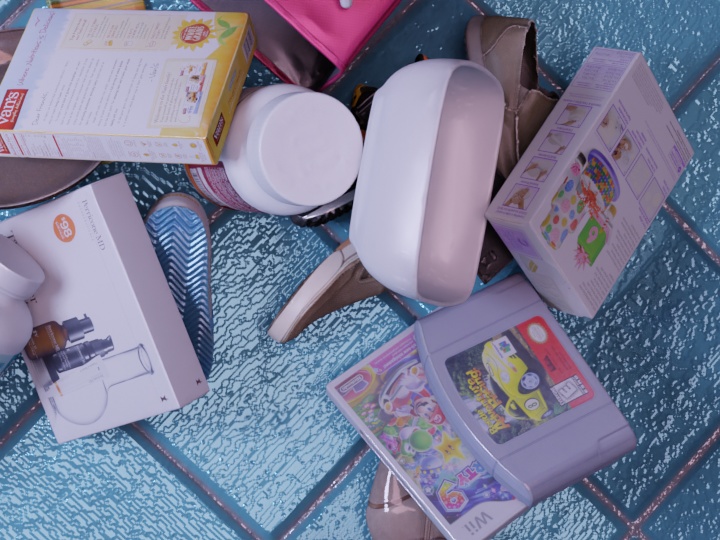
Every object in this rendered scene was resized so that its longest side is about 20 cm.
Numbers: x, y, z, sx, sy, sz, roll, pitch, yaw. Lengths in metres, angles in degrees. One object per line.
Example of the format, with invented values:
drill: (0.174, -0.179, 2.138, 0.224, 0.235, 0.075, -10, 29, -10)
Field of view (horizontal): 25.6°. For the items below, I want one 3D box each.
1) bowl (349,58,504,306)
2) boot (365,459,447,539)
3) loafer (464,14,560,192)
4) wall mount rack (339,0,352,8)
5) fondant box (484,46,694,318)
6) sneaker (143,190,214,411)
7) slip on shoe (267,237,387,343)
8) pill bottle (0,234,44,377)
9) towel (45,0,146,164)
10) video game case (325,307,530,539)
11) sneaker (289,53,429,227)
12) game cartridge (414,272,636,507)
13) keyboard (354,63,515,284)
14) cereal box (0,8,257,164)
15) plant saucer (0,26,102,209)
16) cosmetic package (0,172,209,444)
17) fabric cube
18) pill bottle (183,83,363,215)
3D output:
bowl: (0.054, -0.075, 1.318, 0.074, 0.200, 0.201, 11, 92, 20)
boot: (0.101, 0.209, 1.470, 0.199, 0.070, 0.147, -2, 97, -10)
loafer: (0.148, -0.141, 1.455, 0.069, 0.075, 0.201, -11, 94, 24)
wall mount rack: (0.015, -0.313, 1.241, 0.199, 0.075, 0.175, -23, 90, -13)
fondant box: (0.211, -0.080, 1.435, 0.201, 0.058, 0.144, -56, 134, -19)
sneaker: (-0.163, 0.029, 1.405, 0.076, 0.081, 0.201, 7, 110, -5)
slip on shoe: (0.000, 0.000, 1.439, 0.061, 0.076, 0.200, 45, 75, -2)
pill bottle: (-0.349, 0.063, 1.323, 0.111, 0.111, 0.200, 37, 101, -10)
towel: (-0.225, -0.200, 1.417, 0.086, 0.018, 0.201, -16, 94, -10)
video game case: (0.084, 0.139, 1.423, 0.143, 0.018, 0.200, -33, 66, -19)
sneaker: (0.004, -0.119, 1.444, 0.200, 0.070, 0.090, -34, 90, -13)
game cartridge: (0.138, 0.105, 1.413, 0.133, 0.041, 0.200, -27, 63, -14)
keyboard: (0.061, -0.070, 1.411, 0.127, 0.021, 0.200, -41, 104, -12)
cereal box: (-0.197, -0.154, 1.311, 0.199, 0.040, 0.145, 4, 54, 16)
plant saucer: (-0.295, -0.125, 1.350, 0.199, 0.032, 0.201, -2, 54, 3)
cosmetic package: (-0.231, 0.035, 1.357, 0.150, 0.052, 0.201, -19, 95, 32)
fabric cube: (-0.041, -0.292, 1.361, 0.196, 0.200, 0.200, 41, 82, -8)
pill bottle: (-0.076, -0.103, 1.348, 0.109, 0.200, 0.110, -2, 95, -23)
